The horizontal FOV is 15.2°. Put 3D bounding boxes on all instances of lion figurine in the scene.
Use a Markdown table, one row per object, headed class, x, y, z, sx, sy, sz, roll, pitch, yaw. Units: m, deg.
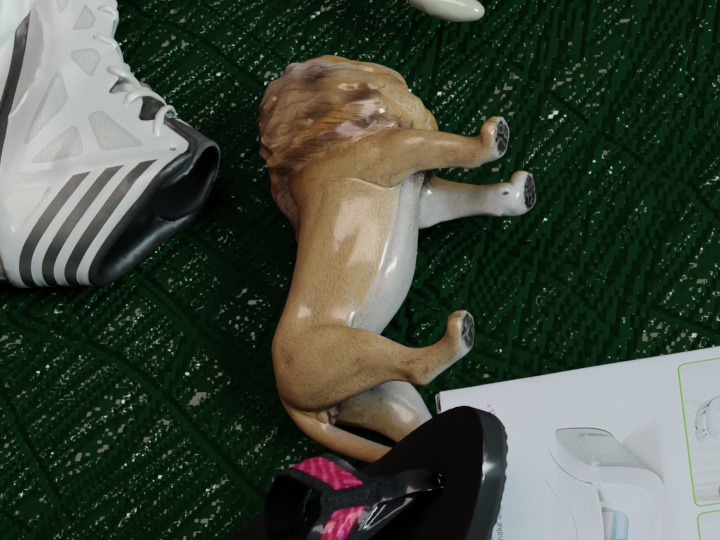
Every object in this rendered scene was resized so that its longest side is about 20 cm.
| class | x | y | z | sx | sy | sz | roll | pitch | yaw |
| --- | --- | --- | --- | --- | --- | --- | --- | --- | --- |
| lion figurine | 0.000 | 0.000 | 1.079 | 0.122 | 0.072 | 0.200 | -1 | 60 | 25 |

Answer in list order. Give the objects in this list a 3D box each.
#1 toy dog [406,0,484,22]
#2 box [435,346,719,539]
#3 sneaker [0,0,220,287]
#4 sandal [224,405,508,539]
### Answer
| class | x | y | z | sx | sy | sz | roll | pitch | yaw |
| --- | --- | --- | --- | --- | --- | --- | --- | --- | --- |
| toy dog | 0.104 | -0.200 | 1.146 | 0.200 | 0.140 | 0.194 | 4 | 60 | 17 |
| box | 0.123 | 0.132 | 0.933 | 0.176 | 0.097 | 0.200 | -11 | 54 | 10 |
| sneaker | -0.107 | -0.078 | 1.173 | 0.115 | 0.076 | 0.201 | 10 | 67 | 12 |
| sandal | -0.019 | 0.102 | 0.957 | 0.200 | 0.045 | 0.075 | -32 | 43 | 46 |
